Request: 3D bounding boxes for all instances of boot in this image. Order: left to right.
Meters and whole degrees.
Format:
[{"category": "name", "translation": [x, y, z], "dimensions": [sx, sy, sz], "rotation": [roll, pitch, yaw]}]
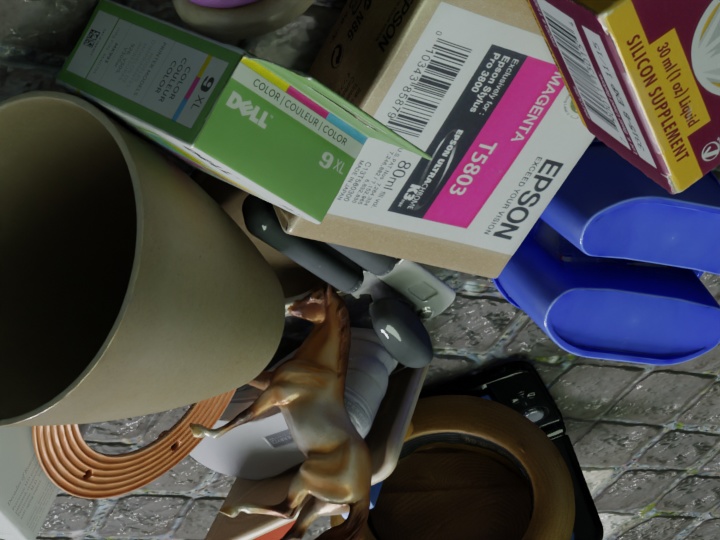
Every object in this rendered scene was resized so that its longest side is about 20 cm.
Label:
[{"category": "boot", "translation": [-0.052, 0.100, 1.153], "dimensions": [0.200, 0.096, 0.074], "rotation": [-14, 121, 42]}]

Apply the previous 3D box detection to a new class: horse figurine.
[{"category": "horse figurine", "translation": [-0.044, 0.120, 1.031], "dimensions": [0.132, 0.200, 0.050], "rotation": [-22, 162, 4]}]

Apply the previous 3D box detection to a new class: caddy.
[{"category": "caddy", "translation": [0.187, -0.016, 1.059], "dimensions": [0.199, 0.105, 0.142], "rotation": [8, 116, -28]}]

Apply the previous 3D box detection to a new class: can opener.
[{"category": "can opener", "translation": [0.000, 0.000, 0.999], "dimensions": [0.053, 0.067, 0.200], "rotation": [-30, 138, 21]}]

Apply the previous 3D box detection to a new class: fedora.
[{"category": "fedora", "translation": [0.078, 0.201, 1.228], "dimensions": [0.200, 0.201, 0.082], "rotation": [-16, 152, 3]}]

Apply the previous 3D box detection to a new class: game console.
[{"category": "game console", "translation": [0.090, 0.191, 1.298], "dimensions": [0.200, 0.117, 0.176], "rotation": [-21, 145, 10]}]

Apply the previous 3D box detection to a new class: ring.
[{"category": "ring", "translation": [-0.152, 0.070, 1.045], "dimensions": [0.200, 0.019, 0.201], "rotation": [-32, 137, -36]}]

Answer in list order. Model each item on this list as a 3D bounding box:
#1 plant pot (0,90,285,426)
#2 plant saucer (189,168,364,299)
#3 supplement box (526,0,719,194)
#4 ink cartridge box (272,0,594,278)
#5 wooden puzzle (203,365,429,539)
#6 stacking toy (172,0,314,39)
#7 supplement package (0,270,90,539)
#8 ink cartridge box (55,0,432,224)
[{"category": "plant pot", "translation": [-0.140, 0.012, 0.891], "dimensions": [0.187, 0.188, 0.200], "rotation": [-31, 154, 23]}, {"category": "plant saucer", "translation": [-0.028, -0.048, 0.997], "dimensions": [0.199, 0.030, 0.200], "rotation": [-10, 144, -7]}, {"category": "supplement box", "translation": [0.200, -0.159, 0.789], "dimensions": [0.200, 0.103, 0.131], "rotation": [-37, 128, -3]}, {"category": "ink cartridge box", "translation": [0.056, -0.101, 0.886], "dimensions": [0.164, 0.075, 0.200], "rotation": [12, 125, -31]}, {"category": "wooden puzzle", "translation": [-0.027, 0.155, 1.166], "dimensions": [0.200, 0.185, 0.046], "rotation": [-32, 102, 21]}, {"category": "stacking toy", "translation": [-0.078, -0.209, 0.722], "dimensions": [0.085, 0.086, 0.200], "rotation": [-16, 141, 3]}, {"category": "supplement package", "translation": [-0.277, 0.080, 0.986], "dimensions": [0.117, 0.118, 0.200], "rotation": [12, 151, 19]}, {"category": "ink cartridge box", "translation": [-0.068, -0.081, 0.804], "dimensions": [0.104, 0.200, 0.059], "rotation": [31, 87, -45]}]
